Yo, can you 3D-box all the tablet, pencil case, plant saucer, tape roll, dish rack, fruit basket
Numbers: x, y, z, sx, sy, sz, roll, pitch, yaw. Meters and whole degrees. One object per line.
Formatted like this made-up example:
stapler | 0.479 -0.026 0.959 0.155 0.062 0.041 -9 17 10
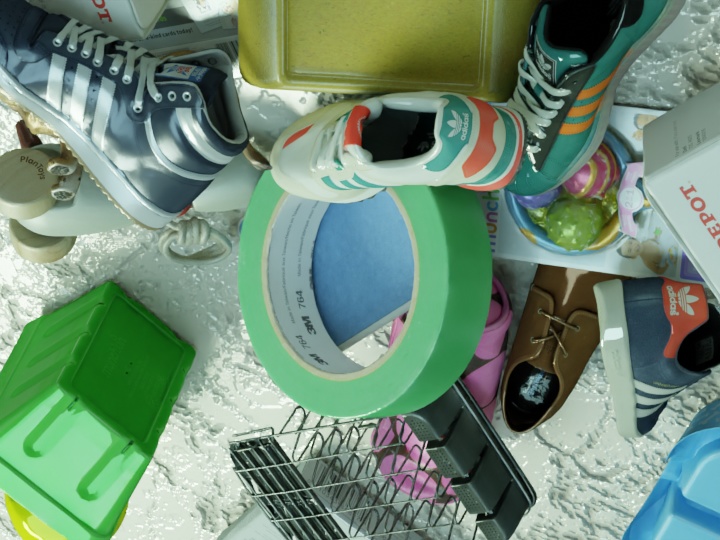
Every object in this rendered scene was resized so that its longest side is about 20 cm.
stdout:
tablet | -0.005 -0.019 1.640 0.200 0.014 0.131 -34 69 40
pencil case | 0.054 0.081 1.699 0.093 0.091 0.201 4 133 -2
plant saucer | 0.017 -0.185 1.485 0.198 0.049 0.201 3 128 3
tape roll | 0.000 0.000 1.591 0.200 0.048 0.202 1 92 43
dish rack | 0.009 0.148 1.687 0.199 0.055 0.154 -13 124 34
fruit basket | -0.226 0.139 1.788 0.155 0.216 0.215 40 132 -12

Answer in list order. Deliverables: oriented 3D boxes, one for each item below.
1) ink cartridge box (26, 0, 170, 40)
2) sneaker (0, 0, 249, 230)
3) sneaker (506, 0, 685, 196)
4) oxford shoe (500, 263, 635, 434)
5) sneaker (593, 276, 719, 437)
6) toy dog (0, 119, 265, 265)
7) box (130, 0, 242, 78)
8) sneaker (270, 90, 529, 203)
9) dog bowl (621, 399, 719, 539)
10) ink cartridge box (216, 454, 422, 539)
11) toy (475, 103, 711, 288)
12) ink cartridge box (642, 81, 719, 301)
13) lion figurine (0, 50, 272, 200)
ink cartridge box | -0.233 -0.224 1.514 0.199 0.086 0.147 -2 127 24
sneaker | -0.155 -0.127 1.464 0.108 0.070 0.200 -34 108 30
sneaker | 0.126 -0.129 1.471 0.071 0.080 0.201 48 125 27
oxford shoe | 0.144 0.033 1.627 0.071 0.071 0.201 21 124 9
sneaker | 0.210 0.061 1.593 0.084 0.075 0.200 -8 159 7
toy dog | -0.173 -0.073 1.661 0.199 0.097 0.132 1 152 -24
box | -0.126 -0.219 1.558 0.155 0.041 0.201 -7 125 28
sneaker | 0.005 -0.086 1.490 0.199 0.071 0.093 0 168 39
dog bowl | 0.264 0.171 1.708 0.111 0.050 0.201 24 132 3
ink cartridge box | -0.021 0.262 1.912 0.199 0.041 0.200 38 132 -10
toy | 0.153 -0.052 1.548 0.199 0.047 0.116 7 105 14
ink cartridge box | 0.291 -0.066 1.441 0.199 0.085 0.146 -29 113 20
lion figurine | -0.155 -0.116 1.577 0.198 0.123 0.073 1 155 4
